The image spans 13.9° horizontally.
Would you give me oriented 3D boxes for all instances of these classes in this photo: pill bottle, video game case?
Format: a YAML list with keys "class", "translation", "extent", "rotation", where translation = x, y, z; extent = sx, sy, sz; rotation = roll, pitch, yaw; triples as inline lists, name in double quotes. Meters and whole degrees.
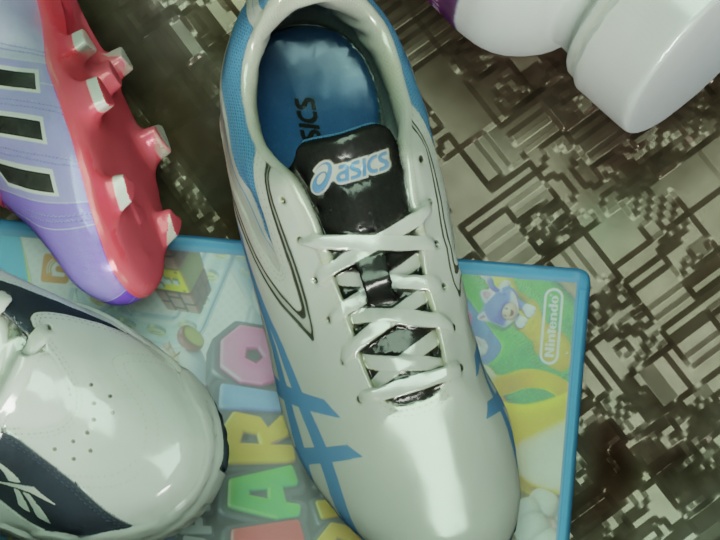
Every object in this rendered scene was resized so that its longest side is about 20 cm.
- class: "pill bottle"
  translation: [0.046, -0.142, 0.958]
  extent: [0.112, 0.112, 0.200]
  rotation: [-42, 77, -9]
- class: "video game case"
  translation: [-0.030, 0.061, 0.952]
  extent: [0.199, 0.018, 0.144]
  rotation: [5, 75, 4]

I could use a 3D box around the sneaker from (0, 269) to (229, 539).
- class: "sneaker"
  translation: [-0.141, 0.016, 0.895]
  extent: [0.199, 0.130, 0.080]
  rotation: [33, 86, 22]

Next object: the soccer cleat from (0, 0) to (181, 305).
- class: "soccer cleat"
  translation: [-0.120, -0.068, 0.969]
  extent: [0.076, 0.067, 0.201]
  rotation: [-27, 67, 11]

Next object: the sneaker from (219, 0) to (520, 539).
- class: "sneaker"
  translation: [0.000, 0.000, 0.923]
  extent: [0.072, 0.073, 0.201]
  rotation: [-16, 75, -4]
